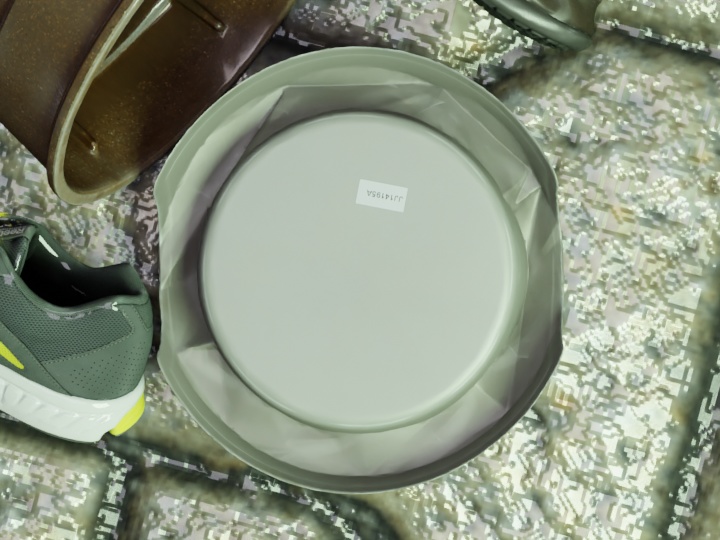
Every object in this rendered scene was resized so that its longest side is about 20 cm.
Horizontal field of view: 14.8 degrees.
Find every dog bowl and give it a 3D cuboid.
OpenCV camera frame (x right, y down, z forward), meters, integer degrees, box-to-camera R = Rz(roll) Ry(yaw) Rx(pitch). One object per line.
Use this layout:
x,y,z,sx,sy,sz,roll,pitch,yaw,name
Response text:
0.000,0.000,1.269,0.200,0.059,0.200,0,90,3,dog bowl

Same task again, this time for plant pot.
-0.140,-0.167,1.222,0.198,0.200,0.200,38,92,11,plant pot

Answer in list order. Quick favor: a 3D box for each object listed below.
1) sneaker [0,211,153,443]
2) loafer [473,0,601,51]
-0.183,0.003,1.261,0.200,0.075,0.085,20,121,-3,sneaker
0.043,-0.182,1.259,0.071,0.073,0.200,-45,87,4,loafer
